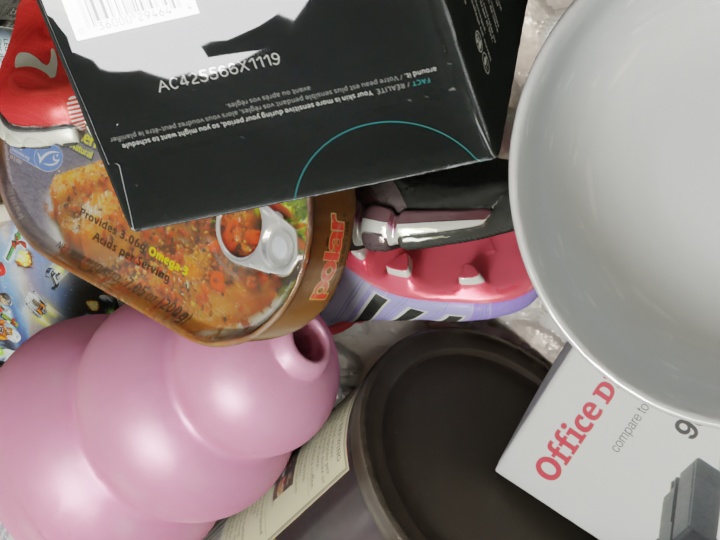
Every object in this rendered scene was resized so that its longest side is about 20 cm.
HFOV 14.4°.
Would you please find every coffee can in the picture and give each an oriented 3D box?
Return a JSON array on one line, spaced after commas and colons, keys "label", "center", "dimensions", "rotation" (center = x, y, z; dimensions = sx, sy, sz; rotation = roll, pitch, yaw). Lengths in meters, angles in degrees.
[{"label": "coffee can", "center": [0.012, 0.139, 1.337], "dimensions": [0.146, 0.147, 0.200], "rotation": [41, 134, -4]}]

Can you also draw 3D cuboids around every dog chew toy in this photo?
[{"label": "dog chew toy", "center": [-0.086, 0.064, 1.295], "dimensions": [0.200, 0.125, 0.125], "rotation": [-29, 107, 42]}]

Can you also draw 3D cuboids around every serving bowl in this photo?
[{"label": "serving bowl", "center": [0.159, -0.039, 1.132], "dimensions": [0.199, 0.066, 0.202], "rotation": [0, 93, 7]}]

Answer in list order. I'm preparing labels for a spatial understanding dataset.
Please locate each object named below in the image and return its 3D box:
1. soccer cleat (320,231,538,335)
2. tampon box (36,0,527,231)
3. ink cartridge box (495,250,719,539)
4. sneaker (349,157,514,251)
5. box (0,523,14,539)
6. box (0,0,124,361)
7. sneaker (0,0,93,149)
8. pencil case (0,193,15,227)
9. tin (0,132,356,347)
[{"label": "soccer cleat", "center": [0.000, 0.000, 1.301], "dimensions": [0.199, 0.067, 0.077], "rotation": [5, 142, 27]}, {"label": "tampon box", "center": [-0.024, -0.129, 1.093], "dimensions": [0.149, 0.200, 0.127], "rotation": [-12, 118, 15]}, {"label": "ink cartridge box", "center": [0.180, 0.075, 1.234], "dimensions": [0.199, 0.084, 0.145], "rotation": [33, 134, 4]}, {"label": "sneaker", "center": [-0.014, -0.072, 1.226], "dimensions": [0.199, 0.076, 0.116], "rotation": [4, 102, 27]}, {"label": "box", "center": [-0.174, 0.111, 1.469], "dimensions": [0.199, 0.042, 0.119], "rotation": [35, 156, -1]}, {"label": "box", "center": [-0.151, -0.040, 1.365], "dimensions": [0.136, 0.040, 0.201], "rotation": [9, 127, 23]}, {"label": "sneaker", "center": [-0.117, -0.125, 1.171], "dimensions": [0.076, 0.201, 0.085], "rotation": [-10, 128, 12]}, {"label": "pencil case", "center": [-0.233, 0.005, 1.342], "dimensions": [0.200, 0.078, 0.090], "rotation": [-48, 68, 33]}, {"label": "tin", "center": [-0.081, -0.042, 1.219], "dimensions": [0.199, 0.042, 0.113], "rotation": [28, 115, 38]}]
